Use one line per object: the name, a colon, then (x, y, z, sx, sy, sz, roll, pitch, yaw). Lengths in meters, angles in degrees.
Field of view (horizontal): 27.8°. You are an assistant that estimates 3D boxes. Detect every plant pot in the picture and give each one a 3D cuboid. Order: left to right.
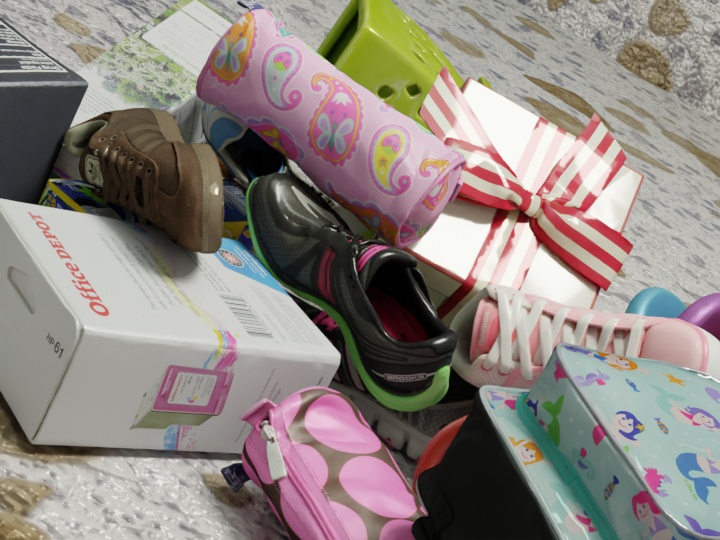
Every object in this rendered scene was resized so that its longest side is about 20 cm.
plant pot: (0.022, -0.120, 1.340, 0.181, 0.200, 0.200, 32, 19, -13)

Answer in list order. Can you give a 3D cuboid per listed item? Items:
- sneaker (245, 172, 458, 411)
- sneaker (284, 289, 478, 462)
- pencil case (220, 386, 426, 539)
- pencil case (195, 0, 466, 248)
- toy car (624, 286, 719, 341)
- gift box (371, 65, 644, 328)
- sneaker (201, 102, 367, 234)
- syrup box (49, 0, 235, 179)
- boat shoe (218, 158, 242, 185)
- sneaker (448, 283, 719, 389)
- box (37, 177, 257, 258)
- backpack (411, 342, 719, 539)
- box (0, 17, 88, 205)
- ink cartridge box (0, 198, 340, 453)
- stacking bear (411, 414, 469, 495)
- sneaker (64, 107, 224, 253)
sneaker: (0.000, 0.000, 0.978, 0.076, 0.084, 0.200, -26, 65, -40)
sneaker: (0.006, 0.055, 1.054, 0.199, 0.088, 0.074, 34, 21, 11)
pencil case: (0.001, 0.155, 0.826, 0.200, 0.091, 0.094, 48, -3, 42)
pencil case: (-0.021, -0.103, 1.023, 0.200, 0.088, 0.087, 39, 22, 14)
toy car: (0.268, 0.093, 1.168, 0.174, 0.151, 0.200, 2, 33, -43)
gift box: (0.101, -0.038, 1.149, 0.183, 0.187, 0.201, 24, 66, -7)
sneaker: (-0.056, -0.075, 1.145, 0.200, 0.071, 0.073, 39, 40, -43)
syrup box: (-0.169, -0.124, 1.131, 0.078, 0.082, 0.200, 34, 52, 15)
boat shoe: (-0.098, -0.064, 1.217, 0.199, 0.068, 0.072, 25, 21, -12)
sneaker: (0.133, 0.056, 0.949, 0.104, 0.076, 0.200, 23, -13, -33)
box: (-0.148, -0.022, 1.053, 0.064, 0.070, 0.199, 38, 22, 26)
backpack: (0.150, 0.137, 0.767, 0.199, 0.151, 0.178, 18, 29, -37)
box: (-0.331, -0.124, 0.974, 0.198, 0.124, 0.200, 36, 24, 21)
ink cartridge box: (-0.136, 0.038, 0.913, 0.199, 0.085, 0.145, 11, 26, -43)
stacking bear: (0.125, 0.148, 0.976, 0.113, 0.123, 0.200, 10, 0, 28)
sneaker: (-0.143, -0.056, 0.952, 0.075, 0.071, 0.200, -5, 20, -19)
